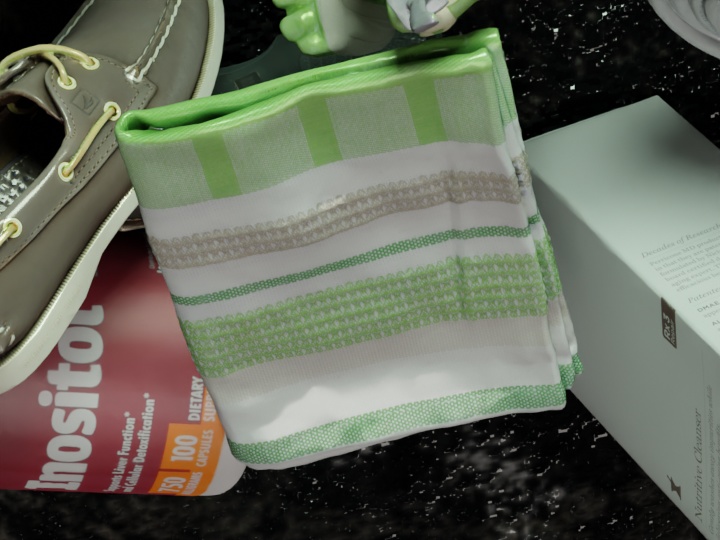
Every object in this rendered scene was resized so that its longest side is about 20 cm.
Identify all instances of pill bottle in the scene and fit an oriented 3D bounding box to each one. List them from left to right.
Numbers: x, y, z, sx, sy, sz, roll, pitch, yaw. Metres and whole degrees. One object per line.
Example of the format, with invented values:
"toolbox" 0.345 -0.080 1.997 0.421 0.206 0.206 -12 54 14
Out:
"pill bottle" -0.148 0.036 1.128 0.199 0.113 0.113 3 127 -15

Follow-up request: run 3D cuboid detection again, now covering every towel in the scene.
"towel" 0.000 0.000 1.022 0.149 0.031 0.200 -15 139 3

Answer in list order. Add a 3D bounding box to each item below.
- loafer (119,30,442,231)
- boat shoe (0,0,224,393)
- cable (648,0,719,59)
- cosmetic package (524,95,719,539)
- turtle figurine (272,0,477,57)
"loafer" -0.057 -0.049 1.112 0.199 0.072 0.063 -17 138 -3
"boat shoe" -0.118 -0.049 1.033 0.072 0.200 0.060 9 151 39
"cable" 0.208 -0.120 1.024 0.199 0.070 0.200 9 168 8
"cosmetic package" 0.144 0.025 1.122 0.081 0.200 0.113 -21 127 -19
"turtle figurine" 0.000 -0.155 0.954 0.144 0.200 0.194 48 148 -3
